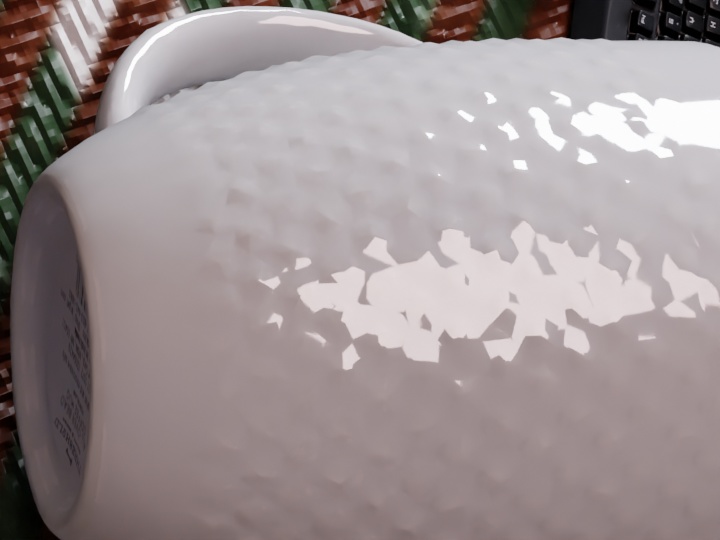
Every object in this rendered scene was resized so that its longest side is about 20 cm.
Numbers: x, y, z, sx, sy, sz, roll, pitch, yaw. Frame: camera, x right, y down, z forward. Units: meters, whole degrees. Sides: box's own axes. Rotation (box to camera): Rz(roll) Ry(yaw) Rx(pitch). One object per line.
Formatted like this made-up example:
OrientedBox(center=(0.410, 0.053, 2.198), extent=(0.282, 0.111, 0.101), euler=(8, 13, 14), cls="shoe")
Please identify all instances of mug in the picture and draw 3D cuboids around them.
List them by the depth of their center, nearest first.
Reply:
OrientedBox(center=(0.000, 0.000, 0.760), extent=(0.175, 0.148, 0.200), euler=(-2, 43, -20), cls="mug")

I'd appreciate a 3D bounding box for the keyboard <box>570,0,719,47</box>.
OrientedBox(center=(0.098, -0.105, 0.894), extent=(0.104, 0.040, 0.201), euler=(18, 64, -21), cls="keyboard")
